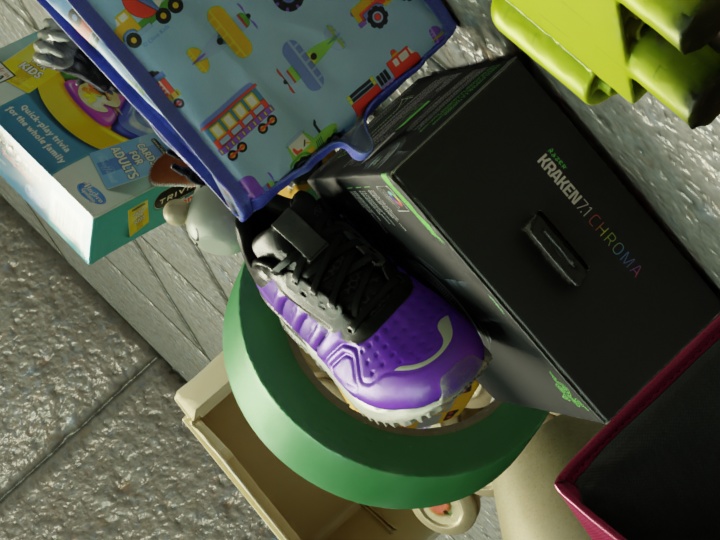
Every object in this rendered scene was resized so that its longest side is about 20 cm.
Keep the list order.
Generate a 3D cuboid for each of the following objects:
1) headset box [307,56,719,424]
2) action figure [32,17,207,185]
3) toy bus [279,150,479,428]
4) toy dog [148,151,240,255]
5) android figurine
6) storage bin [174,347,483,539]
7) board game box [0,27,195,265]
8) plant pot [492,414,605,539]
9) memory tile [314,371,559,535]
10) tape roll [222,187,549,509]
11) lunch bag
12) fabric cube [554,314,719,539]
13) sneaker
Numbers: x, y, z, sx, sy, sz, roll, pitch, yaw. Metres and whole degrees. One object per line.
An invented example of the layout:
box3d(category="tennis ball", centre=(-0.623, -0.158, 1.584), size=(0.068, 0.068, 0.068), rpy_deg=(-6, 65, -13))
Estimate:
box3d(category="headset box", centre=(0.080, -0.015, 1.322), size=(0.174, 0.093, 0.200), rpy_deg=(49, 170, -11))
box3d(category="action figure", centre=(-0.111, -0.133, 1.383), size=(0.102, 0.119, 0.200), rpy_deg=(42, -177, -46))
box3d(category="toy bus", centre=(0.000, 0.000, 1.554), size=(0.065, 0.078, 0.200), rpy_deg=(114, 139, -59))
box3d(category="toy dog", centre=(-0.105, -0.111, 1.499), size=(0.200, 0.096, 0.132), rpy_deg=(-92, 5, -48))
box3d(category="android figurine", centre=(0.072, -0.141, 1.030), size=(0.200, 0.041, 0.182), rpy_deg=(42, 169, 23))
box3d(category="storage bin", centre=(-0.002, 0.110, 1.851), size=(0.199, 0.200, 0.094), rpy_deg=(54, 170, -33))
box3d(category="board game box", centre=(-0.141, -0.106, 1.608), size=(0.151, 0.200, 0.047), rpy_deg=(43, 145, 24))
box3d(category="plant pot", centre=(0.170, 0.188, 1.552), size=(0.200, 0.187, 0.187), rpy_deg=(58, 175, 25))
box3d(category="memory tile", centre=(0.055, 0.082, 1.634), size=(0.153, 0.017, 0.200), rpy_deg=(40, 130, 0))
box3d(category="tape roll", centre=(0.020, 0.040, 1.472), size=(0.200, 0.200, 0.048), rpy_deg=(46, 149, 11))
box3d(category="lunch bag", centre=(-0.058, -0.137, 1.274), size=(0.200, 0.151, 0.094), rpy_deg=(49, 171, -3))
box3d(category="fabric cube", centre=(0.227, 0.109, 0.873), size=(0.200, 0.196, 0.199), rpy_deg=(37, 165, 47))
box3d(category="sneaker", centre=(-0.012, 0.010, 1.335), size=(0.200, 0.070, 0.100), rpy_deg=(31, 159, 54))
